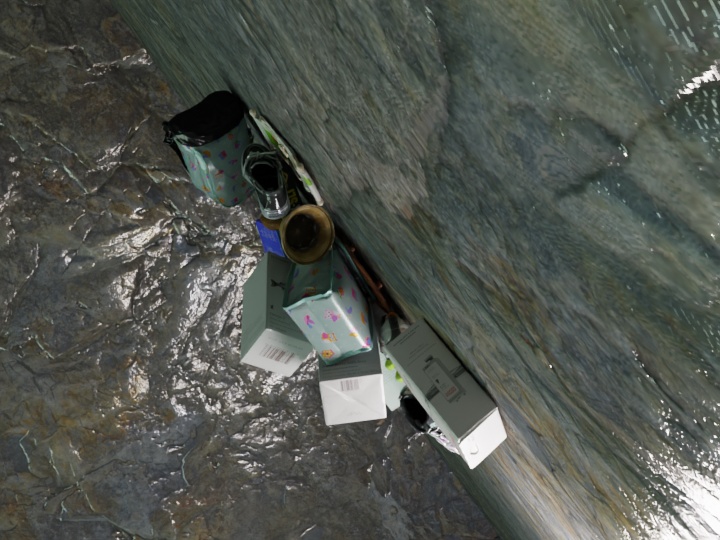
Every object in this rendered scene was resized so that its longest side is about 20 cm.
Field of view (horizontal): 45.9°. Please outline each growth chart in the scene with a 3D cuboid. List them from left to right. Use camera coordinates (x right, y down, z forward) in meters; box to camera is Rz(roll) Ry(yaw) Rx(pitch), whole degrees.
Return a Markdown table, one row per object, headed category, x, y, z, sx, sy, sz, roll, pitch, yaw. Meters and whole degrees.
| category | x | y | z | sx | sy | sz | roll | pitch | yaw |
| --- | --- | --- | --- | --- | --- | --- | --- | --- | --- |
| growth chart | -0.125 | -0.195 | 1.463 | 0.201 | 0.018 | 0.145 | 51 | 175 | 34 |

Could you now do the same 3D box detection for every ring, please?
| category | x | y | z | sx | sy | sz | roll | pitch | yaw |
| --- | --- | --- | --- | --- | --- | --- | --- | --- | --- |
| ring | 0.000 | 0.000 | 1.618 | 0.202 | 0.019 | 0.201 | 52 | 174 | 8 |

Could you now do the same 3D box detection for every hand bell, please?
| category | x | y | z | sx | sy | sz | roll | pitch | yaw |
| --- | --- | --- | --- | --- | --- | --- | --- | --- | --- |
| hand bell | -0.137 | -0.079 | 1.542 | 0.105 | 0.104 | 0.199 | 55 | 163 | -26 |

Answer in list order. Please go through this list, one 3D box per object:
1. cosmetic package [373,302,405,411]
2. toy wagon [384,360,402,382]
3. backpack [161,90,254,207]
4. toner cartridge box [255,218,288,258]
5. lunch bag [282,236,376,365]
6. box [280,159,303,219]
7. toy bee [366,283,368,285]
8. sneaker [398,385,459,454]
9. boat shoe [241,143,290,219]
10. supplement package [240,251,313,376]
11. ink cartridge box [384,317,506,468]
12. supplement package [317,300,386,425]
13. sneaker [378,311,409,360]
| category | x | y | z | sx | sy | sz | roll | pitch | yaw |
| --- | --- | --- | --- | --- | --- | --- | --- | --- | --- |
| cosmetic package | 0.052 | 0.178 | 1.780 | 0.202 | 0.101 | 0.071 | 53 | -146 | 1 |
| toy wagon | 0.118 | 0.209 | 1.624 | 0.154 | 0.040 | 0.200 | 34 | -178 | -19 |
| backpack | -0.278 | -0.224 | 1.651 | 0.126 | 0.165 | 0.203 | 42 | 154 | 39 |
| toner cartridge box | -0.183 | -0.067 | 1.900 | 0.200 | 0.042 | 0.097 | 23 | 134 | 69 |
| lunch bag | -0.052 | 0.037 | 1.549 | 0.172 | 0.120 | 0.202 | 57 | -157 | -35 |
| box | -0.141 | -0.116 | 1.673 | 0.159 | 0.048 | 0.204 | -155 | 44 | -74 |
| toy bee | -0.077 | 0.001 | 1.806 | 0.200 | 0.108 | 0.132 | 45 | 169 | 53 |
| sneaker | 0.150 | 0.302 | 1.648 | 0.198 | 0.079 | 0.140 | 33 | -175 | 9 |
| boat shoe | -0.172 | -0.175 | 1.484 | 0.201 | 0.072 | 0.069 | -108 | 6 | -46 |
| supplement package | -0.164 | 0.086 | 1.703 | 0.115 | 0.118 | 0.203 | 20 | -138 | -25 |
| ink cartridge box | 0.137 | 0.196 | 1.354 | 0.201 | 0.082 | 0.147 | 50 | 174 | 32 |
| supplement package | -0.021 | 0.173 | 1.623 | 0.202 | 0.118 | 0.122 | -98 | 1 | -51 |
| sneaker | 0.067 | 0.115 | 1.586 | 0.200 | 0.072 | 0.081 | 141 | 115 | -88 |
